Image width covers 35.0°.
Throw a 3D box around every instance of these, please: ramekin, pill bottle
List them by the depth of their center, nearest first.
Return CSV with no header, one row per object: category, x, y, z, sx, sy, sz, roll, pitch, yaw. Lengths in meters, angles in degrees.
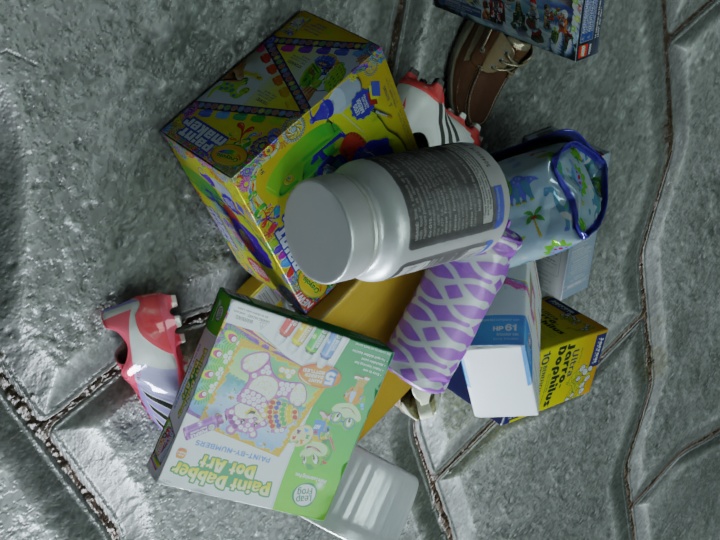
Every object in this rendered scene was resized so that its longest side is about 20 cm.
pill bottle,0.035,-0.053,1.065,0.199,0.114,0.114,-14,125,-40
ramekin,-0.028,0.245,1.332,0.200,0.200,0.098,36,79,-51

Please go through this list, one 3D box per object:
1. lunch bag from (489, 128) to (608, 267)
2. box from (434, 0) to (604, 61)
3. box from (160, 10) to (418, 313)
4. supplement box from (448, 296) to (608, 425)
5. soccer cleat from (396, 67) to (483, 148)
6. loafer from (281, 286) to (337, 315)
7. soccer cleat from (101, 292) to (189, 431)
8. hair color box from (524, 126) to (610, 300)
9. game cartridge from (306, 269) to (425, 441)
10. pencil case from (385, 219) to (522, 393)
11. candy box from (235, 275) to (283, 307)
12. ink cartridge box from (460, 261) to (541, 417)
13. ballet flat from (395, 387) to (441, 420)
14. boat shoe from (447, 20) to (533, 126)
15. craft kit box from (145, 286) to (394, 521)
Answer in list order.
lunch bag,0.192,-0.083,1.331,0.200,0.169,0.128,-30,102,-63
box,0.159,-0.308,1.152,0.040,0.200,0.138,-25,130,-35
box,-0.056,-0.106,1.122,0.193,0.122,0.200,-43,139,-16
supplement box,0.234,0.122,1.592,0.199,0.109,0.109,-13,124,-42
soccer cleat,0.078,-0.149,1.259,0.086,0.068,0.200,-61,155,-3
loafer,0.000,0.000,1.254,0.199,0.070,0.076,-16,127,-22
soccer cleat,-0.210,0.105,1.157,0.076,0.067,0.201,-8,132,-8
hair color box,0.257,-0.074,1.493,0.060,0.099,0.201,-23,130,-35
game cartridge,0.012,0.075,1.246,0.200,0.032,0.176,-46,132,0
pencil case,0.096,0.034,1.200,0.085,0.084,0.201,-2,123,-62
candy box,-0.055,-0.002,1.267,0.200,0.026,0.102,-45,143,-15
ink cartridge box,0.177,0.060,1.427,0.145,0.084,0.201,71,20,-46
ballet flat,0.070,0.149,1.441,0.068,0.067,0.200,-21,147,-3
boat shoe,0.155,-0.253,1.286,0.075,0.072,0.201,-8,120,-43
craft kit box,-0.089,0.140,1.158,0.199,0.048,0.198,19,99,-29
